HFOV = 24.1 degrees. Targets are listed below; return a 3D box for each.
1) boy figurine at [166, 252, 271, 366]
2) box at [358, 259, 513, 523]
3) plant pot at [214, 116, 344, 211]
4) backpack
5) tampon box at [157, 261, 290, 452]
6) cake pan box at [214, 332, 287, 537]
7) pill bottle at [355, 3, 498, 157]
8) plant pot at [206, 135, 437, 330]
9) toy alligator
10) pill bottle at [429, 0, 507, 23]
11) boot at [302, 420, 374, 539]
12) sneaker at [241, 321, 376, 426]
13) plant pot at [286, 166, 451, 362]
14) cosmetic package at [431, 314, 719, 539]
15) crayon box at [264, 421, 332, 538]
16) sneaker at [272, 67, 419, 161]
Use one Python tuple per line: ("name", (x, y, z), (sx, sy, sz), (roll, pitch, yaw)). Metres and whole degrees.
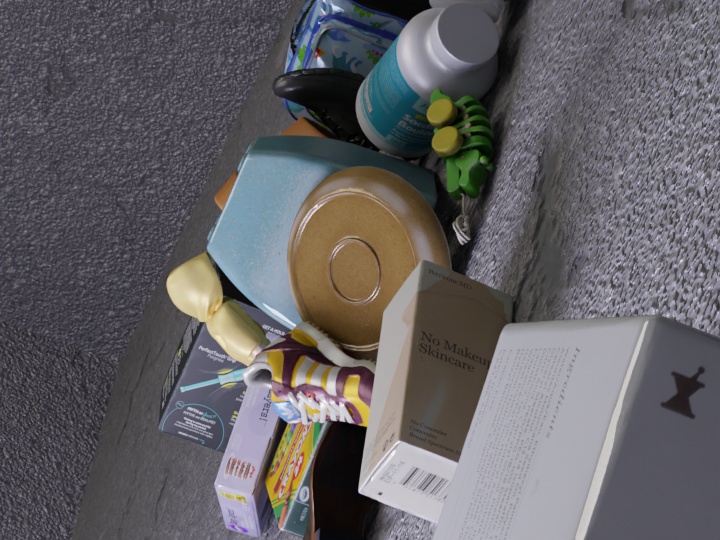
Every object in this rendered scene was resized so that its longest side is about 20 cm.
("boy figurine", (-0.121, 0.063, 1.781), (0.064, 0.200, 0.124), (-44, 10, 2))
("box", (0.064, 0.097, 1.365), (0.200, 0.095, 0.078), (-83, 19, -45))
("plant pot", (-0.051, -0.085, 1.976), (0.140, 0.200, 0.200), (-55, 14, 8))
("backpack", (-0.002, -0.245, 2.029), (0.147, 0.182, 0.200), (-80, 12, -45))
("tampon box", (-0.153, 0.117, 2.150), (0.126, 0.149, 0.201), (-104, 37, -69))
("cake pan box", (-0.110, 0.189, 1.949), (0.184, 0.052, 0.201), (94, -167, -69))
("pill bottle", (0.075, -0.205, 1.788), (0.200, 0.110, 0.111), (134, 155, -62))
("plant pot", (-0.050, -0.044, 1.788), (0.196, 0.199, 0.197), (-89, 22, -78))
("toy alligator", (0.107, -0.111, 1.643), (0.054, 0.059, 0.201), (-24, 47, 18))
("pill bottle", (0.135, -0.364, 1.792), (0.112, 0.112, 0.201), (141, 148, -67))
("boot", (-0.033, 0.236, 1.598), (0.097, 0.074, 0.200), (-54, 21, 42))
("sneaker", (-0.032, 0.122, 1.602), (0.090, 0.075, 0.200), (-35, 34, -20))
("plant pot", (0.000, 0.000, 1.637), (0.027, 0.200, 0.200), (-12, -44, -52))
("cosmetic package", (0.143, 0.125, 0.787), (0.200, 0.164, 0.166), (167, 123, -77))
("crayon box", (-0.052, 0.197, 1.805), (0.200, 0.051, 0.127), (-132, 63, -77))
("sneaker", (-0.005, -0.176, 1.910), (0.076, 0.199, 0.091), (-172, 94, -74))
